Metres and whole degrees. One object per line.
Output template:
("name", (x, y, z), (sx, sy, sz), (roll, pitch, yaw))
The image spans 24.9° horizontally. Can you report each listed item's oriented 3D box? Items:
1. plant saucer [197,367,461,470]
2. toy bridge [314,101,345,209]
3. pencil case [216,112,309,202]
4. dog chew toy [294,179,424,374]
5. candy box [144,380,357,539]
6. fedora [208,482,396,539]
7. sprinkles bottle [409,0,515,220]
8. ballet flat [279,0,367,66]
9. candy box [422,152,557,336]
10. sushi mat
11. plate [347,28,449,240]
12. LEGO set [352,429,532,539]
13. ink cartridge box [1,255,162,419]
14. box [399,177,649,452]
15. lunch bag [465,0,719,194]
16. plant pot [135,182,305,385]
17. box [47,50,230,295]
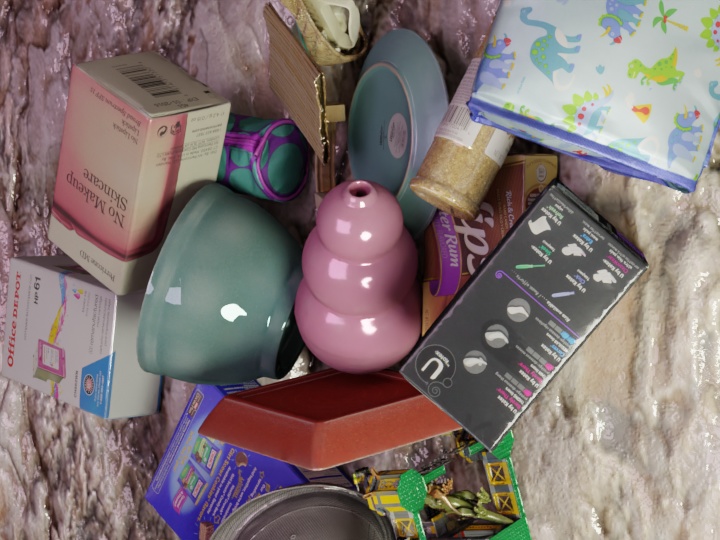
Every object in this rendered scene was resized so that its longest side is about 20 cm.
("plant saucer", (-0.018, 0.125, 1.486), (0.199, 0.199, 0.037), (8, 106, 53))
("toy bridge", (-0.026, -0.066, 1.601), (0.067, 0.027, 0.202), (-142, 44, -71))
("pencil case", (-0.145, -0.127, 1.682), (0.199, 0.092, 0.086), (14, 76, 39))
("dog chew toy", (0.000, 0.000, 1.494), (0.124, 0.124, 0.201), (40, 147, 33))
("candy box", (-0.114, 0.230, 1.685), (0.200, 0.077, 0.170), (43, 118, 33))
("fedora", (-0.054, 0.298, 1.562), (0.199, 0.091, 0.178), (-27, 114, 12))
("sprinkles bottle", (0.114, -0.146, 1.416), (0.068, 0.068, 0.201), (23, 83, 39))
("ballet flat", (-0.041, -0.265, 1.538), (0.065, 0.200, 0.071), (7, 66, 25))
("candy box", (0.116, -0.006, 1.479), (0.116, 0.056, 0.202), (5, 97, 42))
("sushi mat", (-0.063, -0.183, 1.583), (0.200, 0.012, 0.097), (-123, 24, -57))
("plate", (0.027, -0.125, 1.526), (0.200, 0.025, 0.203), (3, 93, 64))
("LEGO set", (0.056, 0.219, 1.470), (0.115, 0.200, 0.155), (-10, 106, 43))
("ink cartridge box", (-0.315, 0.072, 1.851), (0.199, 0.084, 0.146), (16, 103, 42))
("box", (0.137, 0.034, 1.363), (0.106, 0.122, 0.200), (40, 99, 3))
("lunch bag", (0.205, -0.173, 1.323), (0.198, 0.127, 0.172), (19, 92, 8))
("plant pot", (-0.117, 0.030, 1.620), (0.133, 0.200, 0.202), (20, 108, 11))
("box", (-0.224, -0.099, 1.630), (0.127, 0.108, 0.202), (34, 124, 32))
